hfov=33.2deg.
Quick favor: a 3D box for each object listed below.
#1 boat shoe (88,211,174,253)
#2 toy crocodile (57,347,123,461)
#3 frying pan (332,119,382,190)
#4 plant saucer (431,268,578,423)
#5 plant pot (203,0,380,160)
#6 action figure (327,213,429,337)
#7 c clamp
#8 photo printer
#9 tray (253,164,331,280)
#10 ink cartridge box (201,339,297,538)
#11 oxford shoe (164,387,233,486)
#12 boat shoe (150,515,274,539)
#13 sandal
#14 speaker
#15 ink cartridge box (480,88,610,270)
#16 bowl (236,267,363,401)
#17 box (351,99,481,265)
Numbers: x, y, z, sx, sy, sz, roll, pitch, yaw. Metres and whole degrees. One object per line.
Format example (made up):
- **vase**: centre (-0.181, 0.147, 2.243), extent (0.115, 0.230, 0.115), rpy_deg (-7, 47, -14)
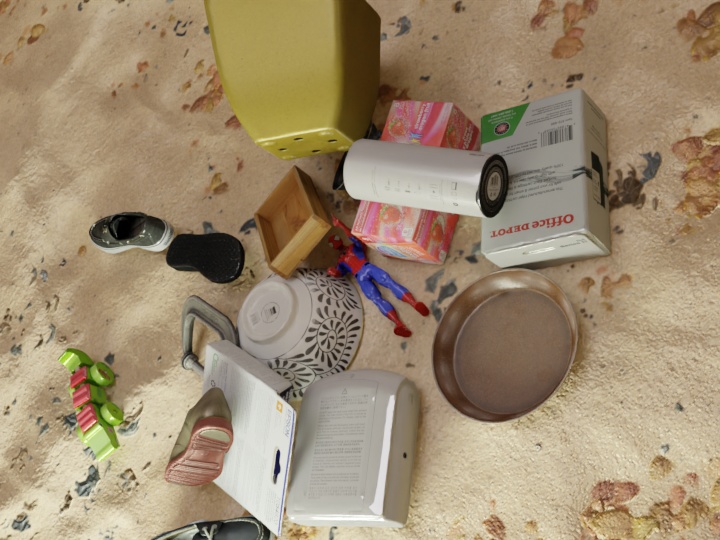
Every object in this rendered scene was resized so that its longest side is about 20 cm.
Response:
- **boat shoe**: centre (-0.380, -0.068, 1.941), extent (0.200, 0.057, 0.069), rpy_deg (1, 69, 43)
- **toy crocodile**: centre (-0.413, 0.202, 1.845), extent (0.067, 0.062, 0.200), rpy_deg (-36, 53, 17)
- **frying pan**: centre (0.010, -0.178, 1.685), extent (0.190, 0.031, 0.115), rpy_deg (-44, 24, 53)
- **plant saucer**: centre (0.181, 0.096, 1.490), extent (0.200, 0.034, 0.200), rpy_deg (-15, 62, 30)
- **plant pot**: centre (-0.080, -0.261, 1.632), extent (0.194, 0.195, 0.200), rpy_deg (-8, 81, 16)
- **action figure**: centre (0.000, 0.000, 1.625), extent (0.065, 0.099, 0.200), rpy_deg (-49, 48, 5)
- **c clamp**: centre (-0.216, 0.132, 1.723), extent (0.200, 0.027, 0.171), rpy_deg (37, 127, 49)
- **photo printer**: centre (-0.008, 0.225, 1.541), extent (0.166, 0.069, 0.200), rpy_deg (-8, 64, 34)
- **tray**: centre (-0.098, -0.070, 1.706), extent (0.099, 0.037, 0.200), rpy_deg (-49, 24, 12)
- **ink cartridge box**: centre (-0.142, 0.219, 1.596), extent (0.200, 0.041, 0.200), rpy_deg (31, 122, 41)
- **oxford shoe**: centre (-0.212, 0.227, 1.614), extent (0.200, 0.070, 0.075), rpy_deg (128, 148, -47)
- **boat shoe**: centre (-0.208, 0.373, 1.621), extent (0.200, 0.060, 0.076), rpy_deg (-25, 56, 24)
- **sandal**: centre (-0.224, -0.020, 1.829), extent (0.200, 0.048, 0.075), rpy_deg (14, 79, 52)
- **speaker**: centre (0.079, -0.117, 1.509), extent (0.200, 0.081, 0.081), rpy_deg (10, 75, 33)
- **ink cartridge box**: centre (0.231, -0.109, 1.515), extent (0.146, 0.083, 0.200), rpy_deg (-11, 63, 32)
- **bowl**: centre (-0.104, 0.070, 1.660), extent (0.201, 0.094, 0.201), rpy_deg (-16, 58, 27)
- **box**: centre (0.077, -0.120, 1.621), extent (0.103, 0.095, 0.200), rpy_deg (9, 75, 35)
